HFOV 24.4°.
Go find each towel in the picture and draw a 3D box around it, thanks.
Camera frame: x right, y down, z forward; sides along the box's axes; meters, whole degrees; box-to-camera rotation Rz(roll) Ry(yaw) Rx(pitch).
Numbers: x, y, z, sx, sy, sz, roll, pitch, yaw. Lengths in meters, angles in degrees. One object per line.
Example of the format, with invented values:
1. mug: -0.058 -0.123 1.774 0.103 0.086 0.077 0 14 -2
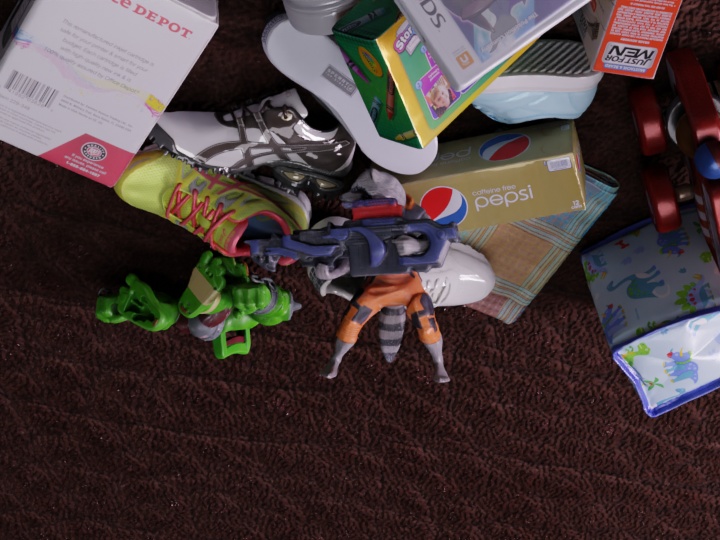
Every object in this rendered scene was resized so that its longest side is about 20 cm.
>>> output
1. towel: 0.147 -0.039 1.653 0.146 0.022 0.200 21 123 -21

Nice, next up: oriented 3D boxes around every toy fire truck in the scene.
1. toy fire truck: 0.320 -0.094 1.525 0.112 0.168 0.201 -14 117 4

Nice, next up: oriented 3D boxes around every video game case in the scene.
1. video game case: 0.105 -0.272 1.320 0.200 0.023 0.183 -35 94 -10

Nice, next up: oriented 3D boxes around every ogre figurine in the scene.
1. ogre figurine: -0.149 0.034 1.611 0.199 0.099 0.120 -27 159 27

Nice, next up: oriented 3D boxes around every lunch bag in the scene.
1. lunch bag: 0.336 0.023 1.628 0.199 0.170 0.128 -28 126 13

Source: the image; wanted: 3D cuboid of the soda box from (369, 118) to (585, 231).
1. soda box: 0.108 -0.083 1.560 0.199 0.068 0.064 -9 122 13

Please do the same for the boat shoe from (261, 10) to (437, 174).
1. boat shoe: -0.008 -0.165 1.495 0.200 0.057 0.069 40 102 -23

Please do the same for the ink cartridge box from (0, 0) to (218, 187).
1. ink cartridge box: -0.232 -0.190 1.446 0.147 0.086 0.200 25 120 -23

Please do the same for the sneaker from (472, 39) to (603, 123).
1. sneaker: 0.119 -0.165 1.517 0.199 0.074 0.082 5 134 -4

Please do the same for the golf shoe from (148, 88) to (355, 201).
1. golf shoe: -0.098 -0.132 1.524 0.199 0.078 0.095 10 116 -23

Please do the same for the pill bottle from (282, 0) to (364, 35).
1. pill bottle: -0.045 -0.299 1.364 0.112 0.112 0.201 -15 129 5

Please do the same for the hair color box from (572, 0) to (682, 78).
1. hair color box: 0.242 -0.278 1.415 0.064 0.111 0.201 7 128 -12

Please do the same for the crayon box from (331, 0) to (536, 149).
1. crayon box: 0.078 -0.213 1.412 0.200 0.058 0.119 -44 131 -21

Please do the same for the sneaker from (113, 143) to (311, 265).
1. sneaker: -0.135 -0.058 1.560 0.199 0.091 0.078 14 126 -16

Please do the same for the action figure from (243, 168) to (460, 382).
1. action figure: 0.000 0.000 1.528 0.199 0.105 0.195 5 101 15

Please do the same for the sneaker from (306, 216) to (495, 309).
1. sneaker: 0.040 0.010 1.619 0.199 0.081 0.077 8 125 -18
